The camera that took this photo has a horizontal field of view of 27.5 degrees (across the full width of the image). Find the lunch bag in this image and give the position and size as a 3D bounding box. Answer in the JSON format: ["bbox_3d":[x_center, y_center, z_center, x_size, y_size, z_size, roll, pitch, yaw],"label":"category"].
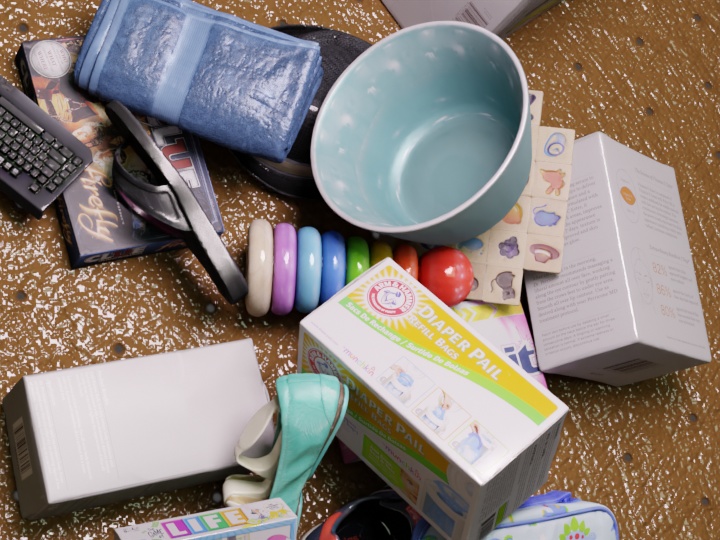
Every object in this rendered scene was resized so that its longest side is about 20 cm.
[{"bbox_3d":[0.130,0.270,1.235,0.199,0.082,0.162,-3,95,-39],"label":"lunch bag"}]

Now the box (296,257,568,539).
[{"bbox_3d":[0.051,0.104,1.166,0.101,0.113,0.200,-36,62,-28],"label":"box"}]

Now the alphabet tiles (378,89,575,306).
[{"bbox_3d":[0.106,-0.072,1.333,0.166,0.006,0.201,6,80,6],"label":"alphabet tiles"}]

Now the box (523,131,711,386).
[{"bbox_3d":[0.233,-0.006,1.378,0.152,0.106,0.201,16,61,-50],"label":"box"}]

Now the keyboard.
[{"bbox_3d":[-0.335,-0.115,1.223,0.200,0.021,0.127,38,70,4],"label":"keyboard"}]

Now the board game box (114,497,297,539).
[{"bbox_3d":[-0.119,0.280,1.119,0.134,0.034,0.201,-6,112,-26],"label":"board game box"}]

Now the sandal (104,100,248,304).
[{"bbox_3d":[-0.165,-0.053,1.230,0.048,0.075,0.201,-33,87,-13],"label":"sandal"}]

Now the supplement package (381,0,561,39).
[{"bbox_3d":[0.145,-0.325,1.440,0.200,0.191,0.147,-36,89,-30],"label":"supplement package"}]

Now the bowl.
[{"bbox_3d":[0.069,-0.102,1.266,0.105,0.200,0.202,42,50,-52],"label":"bowl"}]

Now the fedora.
[{"bbox_3d":[-0.033,-0.162,1.354,0.200,0.092,0.201,8,68,-21],"label":"fedora"}]

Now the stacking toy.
[{"bbox_3d":[0.000,0.000,1.285,0.199,0.085,0.086,2,70,-6],"label":"stacking toy"}]

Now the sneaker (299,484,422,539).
[{"bbox_3d":[0.042,0.210,1.255,0.200,0.084,0.075,-28,84,-30],"label":"sneaker"}]

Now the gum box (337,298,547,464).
[{"bbox_3d":[0.070,0.094,1.320,0.199,0.066,0.114,-9,76,-26],"label":"gum box"}]

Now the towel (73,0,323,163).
[{"bbox_3d":[-0.138,-0.173,1.265,0.199,0.049,0.112,21,75,0],"label":"towel"}]

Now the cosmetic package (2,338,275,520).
[{"bbox_3d":[-0.176,0.127,1.188,0.199,0.090,0.107,-6,74,-29],"label":"cosmetic package"}]

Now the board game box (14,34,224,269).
[{"bbox_3d":[-0.211,-0.111,1.288,0.135,0.035,0.201,-12,76,-28],"label":"board game box"}]

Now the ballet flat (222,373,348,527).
[{"bbox_3d":[-0.070,0.161,1.158,0.070,0.201,0.067,14,27,-11],"label":"ballet flat"}]
